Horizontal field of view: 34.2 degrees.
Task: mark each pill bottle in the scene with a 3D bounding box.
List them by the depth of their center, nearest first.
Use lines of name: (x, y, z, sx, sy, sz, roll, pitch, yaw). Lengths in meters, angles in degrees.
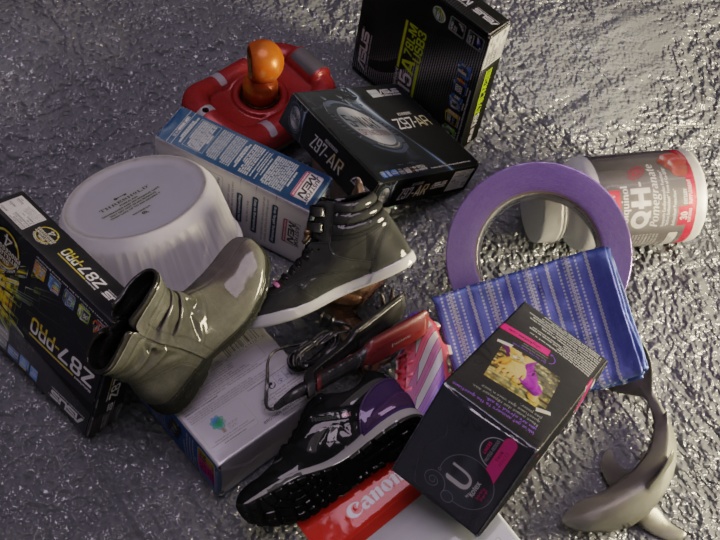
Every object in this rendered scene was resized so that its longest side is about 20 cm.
pill bottle: (0.294, -0.081, 1.373, 0.198, 0.111, 0.112, -5, 56, -11)

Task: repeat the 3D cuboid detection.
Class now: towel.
towel: (0.188, 0.069, 1.233, 0.198, 0.024, 0.146, -17, 84, 8)

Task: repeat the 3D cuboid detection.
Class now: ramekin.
ramekin: (-0.228, -0.041, 1.245, 0.200, 0.095, 0.203, -7, 38, 5)

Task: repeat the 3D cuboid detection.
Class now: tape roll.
tape roll: (0.194, -0.015, 1.280, 0.198, 0.066, 0.202, 0, 88, 8)

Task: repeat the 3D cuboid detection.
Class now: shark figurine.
shark figurine: (0.301, 0.185, 1.207, 0.127, 0.090, 0.216, 22, 57, 6)

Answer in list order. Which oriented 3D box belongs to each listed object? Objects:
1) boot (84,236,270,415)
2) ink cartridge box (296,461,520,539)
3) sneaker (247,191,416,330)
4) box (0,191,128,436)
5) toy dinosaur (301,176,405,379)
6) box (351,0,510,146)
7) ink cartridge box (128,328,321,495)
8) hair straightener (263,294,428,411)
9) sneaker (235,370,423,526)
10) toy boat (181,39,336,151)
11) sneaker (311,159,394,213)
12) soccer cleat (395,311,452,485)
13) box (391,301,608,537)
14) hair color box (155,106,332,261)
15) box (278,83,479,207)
boot: (-0.166, 0.033, 1.101, 0.067, 0.131, 0.201, 22, 72, 30)
ink cartridge box: (0.043, 0.252, 1.117, 0.162, 0.057, 0.200, -37, 75, -10)
sneaker: (-0.051, -0.015, 1.184, 0.199, 0.071, 0.100, -25, 100, -5)
box: (-0.307, 0.043, 1.176, 0.200, 0.162, 0.049, 41, 42, 19)
toy dinosaur: (0.000, 0.000, 1.261, 0.134, 0.202, 0.086, 20, 15, 3)
box: (0.080, -0.274, 1.423, 0.193, 0.201, 0.047, 40, 58, 18)
ink cartridge box: (-0.152, 0.109, 1.204, 0.136, 0.077, 0.200, -33, 67, -27)
hair straightener: (-0.025, 0.080, 1.189, 0.199, 0.041, 0.077, -33, 51, -28)
sneaker: (-0.039, 0.171, 1.140, 0.199, 0.076, 0.088, -28, 52, -13)
toy boat: (-0.121, -0.221, 1.402, 0.199, 0.131, 0.130, -36, 66, -27)
sneaker: (0.014, -0.076, 1.362, 0.088, 0.075, 0.201, -4, 55, -26)
soccer cleat: (0.060, 0.133, 1.219, 0.076, 0.067, 0.202, -2, 62, -14)
box: (0.136, 0.136, 1.113, 0.106, 0.123, 0.200, 36, 35, 14)
hair color box: (-0.135, -0.097, 1.333, 0.199, 0.100, 0.061, 27, 55, 11)
box: (0.025, -0.149, 1.376, 0.199, 0.044, 0.160, -14, 55, -48)
